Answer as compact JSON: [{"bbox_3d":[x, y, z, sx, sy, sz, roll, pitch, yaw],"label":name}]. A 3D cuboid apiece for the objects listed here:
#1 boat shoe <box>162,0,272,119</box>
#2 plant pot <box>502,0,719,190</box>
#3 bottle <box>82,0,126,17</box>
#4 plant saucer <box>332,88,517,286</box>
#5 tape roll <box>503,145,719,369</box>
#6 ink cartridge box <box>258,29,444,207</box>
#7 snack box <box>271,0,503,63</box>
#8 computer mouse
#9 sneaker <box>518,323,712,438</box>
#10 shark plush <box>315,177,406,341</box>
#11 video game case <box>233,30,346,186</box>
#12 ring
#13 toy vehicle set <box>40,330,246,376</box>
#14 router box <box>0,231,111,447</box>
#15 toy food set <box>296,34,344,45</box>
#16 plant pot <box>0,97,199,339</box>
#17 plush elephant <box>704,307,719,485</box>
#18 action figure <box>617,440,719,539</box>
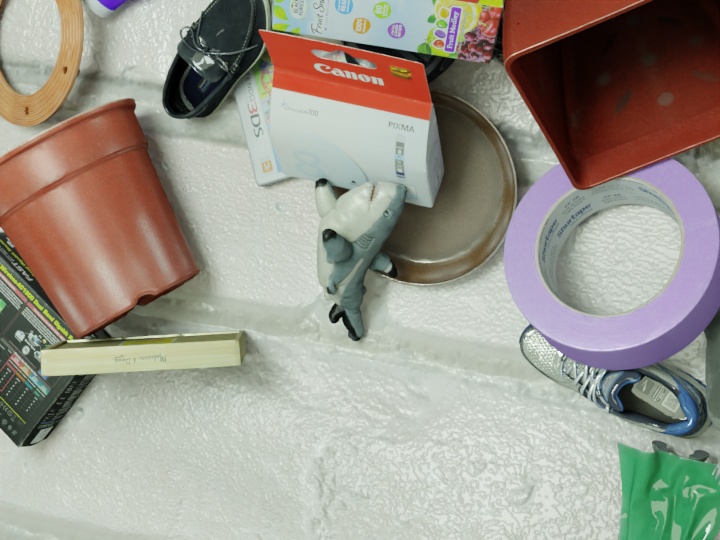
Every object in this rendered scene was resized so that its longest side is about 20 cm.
[{"bbox_3d":[-0.148,-0.224,1.400,0.075,0.062,0.200,47,134,8],"label":"boat shoe"},{"bbox_3d":[0.236,-0.225,1.220,0.199,0.200,0.177,-21,52,17],"label":"plant pot"},{"bbox_3d":[-0.218,-0.351,1.457,0.200,0.065,0.084,-38,79,18],"label":"bottle"},{"bbox_3d":[0.061,-0.084,1.377,0.199,0.032,0.201,4,103,17],"label":"plant saucer"},{"bbox_3d":[0.237,-0.012,1.275,0.199,0.066,0.201,-8,68,21],"label":"tape roll"},{"bbox_3d":[-0.010,-0.137,1.276,0.160,0.200,0.047,14,69,15],"label":"ink cartridge box"},{"bbox_3d":[0.031,-0.274,1.246,0.199,0.169,0.068,10,134,1],"label":"snack box"},{"bbox_3d":[0.052,-0.214,1.317,0.138,0.200,0.053,42,134,12],"label":"computer mouse"},{"bbox_3d":[0.241,0.099,1.307,0.200,0.085,0.077,23,101,18],"label":"sneaker"},{"bbox_3d":[0.000,0.000,1.355,0.083,0.091,0.201,-3,120,-6],"label":"shark plush"},{"bbox_3d":[-0.039,-0.200,1.425,0.199,0.022,0.183,-15,88,20],"label":"video game case"},{"bbox_3d":[-0.363,-0.259,1.512,0.200,0.019,0.201,3,95,43],"label":"ring"},{"bbox_3d":[-0.220,0.085,1.420,0.199,0.124,0.027,-3,92,-1],"label":"toy vehicle set"},{"bbox_3d":[-0.392,0.075,1.548,0.200,0.062,0.150,43,106,13],"label":"router box"},{"bbox_3d":[-0.048,-0.329,1.391,0.143,0.060,0.201,14,90,35],"label":"toy food set"},{"bbox_3d":[-0.279,-0.046,1.442,0.200,0.201,0.196,-28,92,19],"label":"plant pot"},{"bbox_3d":[0.396,0.131,1.225,0.165,0.155,0.200,-23,40,54],"label":"plush elephant"},{"bbox_3d":[0.288,0.266,1.317,0.118,0.055,0.201,13,104,17],"label":"action figure"}]
